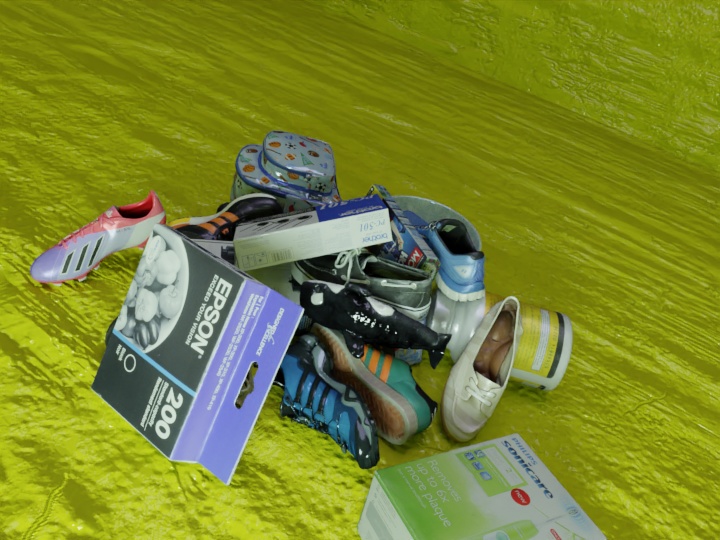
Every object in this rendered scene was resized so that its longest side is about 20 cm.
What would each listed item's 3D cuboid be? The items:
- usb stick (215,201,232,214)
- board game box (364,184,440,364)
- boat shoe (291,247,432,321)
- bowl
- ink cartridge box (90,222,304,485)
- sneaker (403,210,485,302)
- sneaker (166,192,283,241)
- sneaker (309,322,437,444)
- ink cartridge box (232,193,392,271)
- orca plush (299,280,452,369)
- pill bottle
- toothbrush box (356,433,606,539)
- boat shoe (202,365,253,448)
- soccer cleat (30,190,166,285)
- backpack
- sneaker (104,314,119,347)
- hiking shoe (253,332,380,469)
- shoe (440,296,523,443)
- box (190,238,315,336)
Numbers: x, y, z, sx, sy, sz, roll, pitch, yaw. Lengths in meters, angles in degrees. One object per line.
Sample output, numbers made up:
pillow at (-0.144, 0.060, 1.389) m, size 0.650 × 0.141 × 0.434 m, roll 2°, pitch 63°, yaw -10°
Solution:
usb stick at (-0.135, -0.063, 1.080) m, size 0.195 × 0.033 × 0.056 m, roll 21°, pitch 28°, yaw 11°
board game box at (0.041, 0.022, 0.966) m, size 0.061 × 0.202 × 0.202 m, roll -3°, pitch 46°, yaw -41°
boat shoe at (-0.001, 0.002, 0.869) m, size 0.195 × 0.070 × 0.074 m, roll 22°, pitch 39°, yaw 23°
bowl at (0.091, -0.024, 1.113) m, size 0.194 × 0.110 × 0.202 m, roll 11°, pitch 36°, yaw -8°
ink cartridge box at (-0.176, 0.083, 0.704) m, size 0.197 × 0.203 × 0.043 m, roll 27°, pitch 6°, yaw 27°
sneaker at (0.117, -0.042, 0.972) m, size 0.077 × 0.091 × 0.200 m, roll -10°, pitch 34°, yaw -31°
sneaker at (-0.205, -0.047, 1.006) m, size 0.195 × 0.071 × 0.091 m, roll -16°, pitch 38°, yaw 4°
sneaker at (0.014, 0.134, 0.862) m, size 0.079 × 0.073 × 0.200 m, roll -12°, pitch 45°, yaw -46°
ink cartridge box at (-0.062, -0.050, 0.873) m, size 0.194 × 0.045 × 0.094 m, roll -11°, pitch 19°, yaw -4°
orca plush at (0.009, 0.081, 0.834) m, size 0.197 × 0.105 × 0.073 m, roll 28°, pitch 65°, yaw -13°
pill bottle at (0.192, 0.092, 0.970) m, size 0.194 × 0.114 × 0.112 m, roll 16°, pitch 29°, yaw -1°
toothbrush box at (0.117, 0.261, 0.674) m, size 0.195 × 0.088 × 0.146 m, roll -2°, pitch 34°, yaw -32°
boat shoe at (-0.160, 0.125, 0.787) m, size 0.071 × 0.064 × 0.202 m, roll 10°, pitch 30°, yaw -12°
soccer cleat at (-0.362, -0.048, 0.939) m, size 0.197 × 0.078 × 0.066 m, roll -26°, pitch 48°, yaw -31°
backpack at (-0.129, -0.147, 1.173) m, size 0.185 × 0.158 × 0.202 m, roll 4°, pitch 29°, yaw -11°
sneaker at (-0.207, 0.075, 0.783) m, size 0.194 × 0.061 × 0.105 m, roll -17°, pitch 29°, yaw -1°
hiking shoe at (-0.048, 0.163, 0.791) m, size 0.085 × 0.076 × 0.200 m, roll -24°, pitch 42°, yaw -20°
shoe at (0.157, 0.121, 0.865) m, size 0.069 × 0.054 × 0.203 m, roll 26°, pitch 67°, yaw 3°
box at (-0.139, 0.024, 0.918) m, size 0.194 × 0.061 × 0.119 m, roll 2°, pitch 47°, yaw -14°
